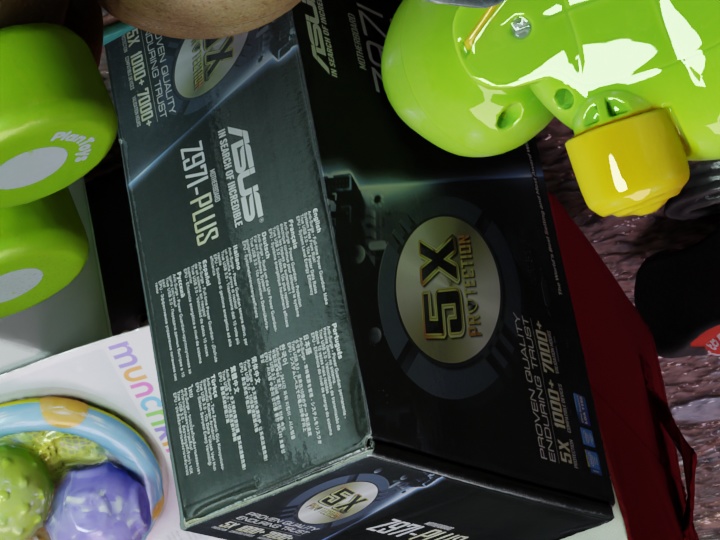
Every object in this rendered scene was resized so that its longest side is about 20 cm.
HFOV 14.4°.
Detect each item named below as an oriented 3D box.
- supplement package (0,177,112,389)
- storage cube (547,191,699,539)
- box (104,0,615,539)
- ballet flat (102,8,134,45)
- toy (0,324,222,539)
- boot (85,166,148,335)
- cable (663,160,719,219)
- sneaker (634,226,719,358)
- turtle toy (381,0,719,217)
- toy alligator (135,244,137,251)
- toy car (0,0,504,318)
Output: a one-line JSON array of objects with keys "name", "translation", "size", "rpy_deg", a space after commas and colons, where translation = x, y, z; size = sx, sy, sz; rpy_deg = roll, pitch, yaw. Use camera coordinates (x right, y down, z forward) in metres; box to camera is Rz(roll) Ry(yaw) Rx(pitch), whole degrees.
[{"name": "supplement package", "translation": [-0.200, -0.011, 1.035], "size": [0.117, 0.117, 0.200], "rpy_deg": [-25, 155, 27]}, {"name": "storage cube", "translation": [0.036, 0.094, 1.201], "size": [0.200, 0.171, 0.180], "rpy_deg": [-16, 157, 12]}, {"name": "box", "translation": [0.000, 0.000, 1.045], "size": [0.086, 0.200, 0.164], "rpy_deg": [-24, 155, 29]}, {"name": "ballet flat", "translation": [-0.144, -0.073, 0.941], "size": [0.200, 0.071, 0.069], "rpy_deg": [-39, -168, -38]}, {"name": "toy", "translation": [-0.135, 0.098, 1.058], "size": [0.200, 0.047, 0.115], "rpy_deg": [-17, 132, 10]}, {"name": "boot", "translation": [-0.113, 0.058, 1.140], "size": [0.138, 0.200, 0.077], "rpy_deg": [-20, 171, 14]}, {"name": "cable", "translation": [0.226, -0.064, 1.238], "size": [0.200, 0.050, 0.097], "rpy_deg": [-13, 174, 40]}, {"name": "sneaker", "translation": [0.213, 0.000, 1.282], "size": [0.108, 0.067, 0.201], "rpy_deg": [-9, 177, -22]}, {"name": "turtle toy", "translation": [0.095, -0.094, 0.971], "size": [0.200, 0.146, 0.101], "rpy_deg": [-18, 179, 19]}, {"name": "toy alligator", "translation": [-0.045, 0.026, 1.100], "size": [0.054, 0.200, 0.059], "rpy_deg": [-24, 179, 26]}, {"name": "toy car", "translation": [-0.060, -0.103, 0.845], "size": [0.200, 0.164, 0.158], "rpy_deg": [-17, 161, -18]}]
